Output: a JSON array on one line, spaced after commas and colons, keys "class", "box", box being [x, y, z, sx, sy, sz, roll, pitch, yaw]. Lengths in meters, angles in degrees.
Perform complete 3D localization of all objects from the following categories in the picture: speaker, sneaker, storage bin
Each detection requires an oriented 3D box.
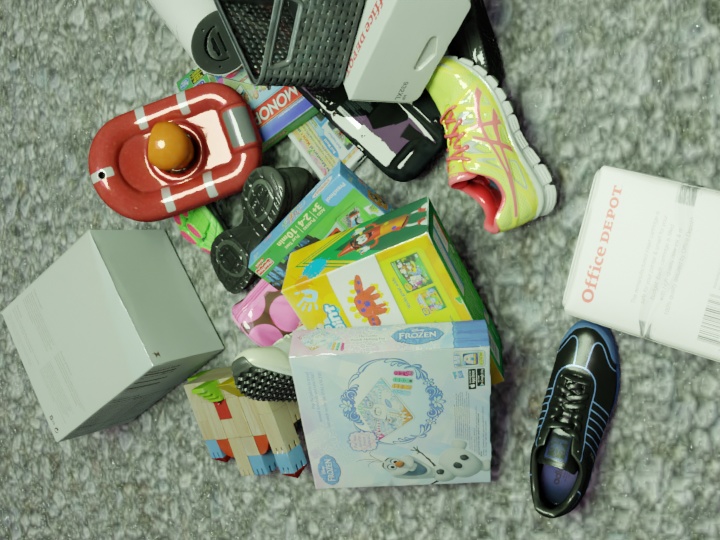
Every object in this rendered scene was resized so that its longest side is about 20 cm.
[{"class": "speaker", "box": [-0.201, -0.315, 0.998, 0.082, 0.080, 0.201, -55, 46, 19]}, {"class": "sneaker", "box": [0.082, -0.278, 0.904, 0.103, 0.060, 0.204, -18, 81, 29]}, {"class": "sneaker", "box": [0.116, -0.127, 0.848, 0.090, 0.078, 0.202, -33, 86, -18]}, {"class": "sneaker", "box": [-0.072, 0.092, 0.930, 0.070, 0.198, 0.095, -29, 62, 33]}, {"class": "storage bin", "box": [-0.079, -0.292, 0.840, 0.137, 0.092, 0.202, 110, 146, -42]}, {"class": "sneaker", "box": [-0.210, -0.114, 1.053, 0.076, 0.083, 0.203, -15, 105, 49]}, {"class": "sneaker", "box": [0.216, 0.153, 0.842, 0.069, 0.078, 0.205, 10, 98, 27]}, {"class": "sneaker", "box": [-0.115, -0.046, 1.008, 0.076, 0.090, 0.201, 52, 130, 16]}]

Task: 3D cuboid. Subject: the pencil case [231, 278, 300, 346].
[{"class": "pencil case", "box": [-0.072, 0.009, 0.978, 0.201, 0.093, 0.091, -49, 61, 21]}]

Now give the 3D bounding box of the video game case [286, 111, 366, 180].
[{"class": "video game case", "box": [-0.032, -0.232, 0.984, 0.182, 0.024, 0.201, -44, 74, 23]}]

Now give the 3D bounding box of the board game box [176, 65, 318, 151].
[{"class": "board game box", "box": [-0.128, -0.220, 1.007, 0.198, 0.029, 0.137, -29, 79, 30]}]

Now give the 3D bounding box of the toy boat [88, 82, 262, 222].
[{"class": "toy boat", "box": [-0.213, -0.135, 0.938, 0.196, 0.131, 0.133, -21, 91, 0]}]

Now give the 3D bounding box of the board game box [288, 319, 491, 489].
[{"class": "board game box", "box": [0.037, 0.144, 0.862, 0.194, 0.044, 0.203, -4, 127, 4]}]

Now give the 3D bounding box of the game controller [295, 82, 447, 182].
[{"class": "game controller", "box": [0.011, -0.194, 0.918, 0.200, 0.042, 0.105, 44, 104, 8]}]

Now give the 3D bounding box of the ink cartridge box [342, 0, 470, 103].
[{"class": "ink cartridge box", "box": [0.018, -0.294, 0.838, 0.146, 0.082, 0.203, -57, 45, 50]}]

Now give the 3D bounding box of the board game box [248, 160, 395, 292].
[{"class": "board game box", "box": [0.000, 0.000, 0.908, 0.199, 0.037, 0.151, 38, 114, -22]}]

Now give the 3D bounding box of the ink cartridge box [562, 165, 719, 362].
[{"class": "ink cartridge box", "box": [0.309, -0.006, 0.781, 0.197, 0.082, 0.150, 18, 101, 25]}]

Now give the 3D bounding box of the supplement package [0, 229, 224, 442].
[{"class": "supplement package", "box": [-0.324, 0.080, 1.085, 0.199, 0.146, 0.194, -35, 77, 25]}]

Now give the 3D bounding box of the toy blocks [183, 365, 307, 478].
[{"class": "toy blocks", "box": [-0.135, 0.188, 1.025, 0.198, 0.099, 0.139, -14, 99, 42]}]

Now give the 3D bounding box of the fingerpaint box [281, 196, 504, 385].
[{"class": "fingerpaint box", "box": [0.038, 0.047, 0.868, 0.164, 0.074, 0.202, -21, 121, 19]}]
